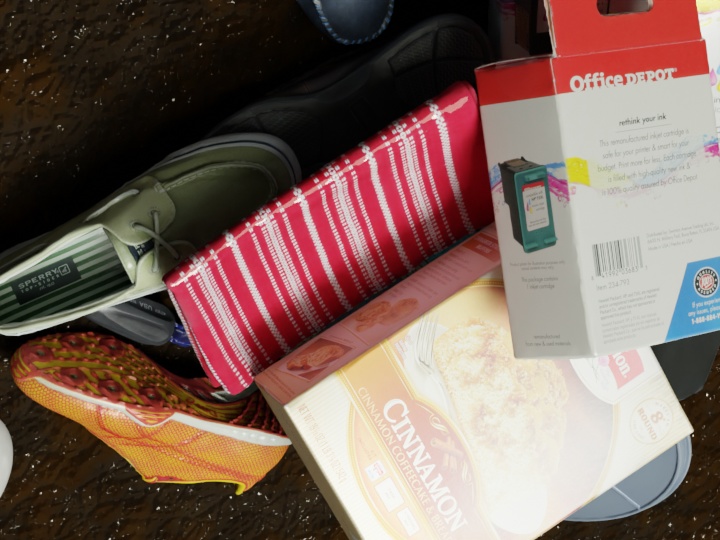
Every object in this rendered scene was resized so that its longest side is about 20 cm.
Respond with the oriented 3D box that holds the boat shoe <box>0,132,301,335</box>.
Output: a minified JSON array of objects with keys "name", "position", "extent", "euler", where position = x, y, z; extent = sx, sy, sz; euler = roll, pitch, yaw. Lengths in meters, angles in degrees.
[{"name":"boat shoe","position":[-0.122,-0.012,1.277],"extent":[0.199,0.062,0.072],"euler":[-28,103,4]}]

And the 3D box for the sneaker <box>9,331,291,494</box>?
[{"name":"sneaker","position":[-0.127,0.093,1.374],"extent":[0.200,0.073,0.077],"euler":[24,116,-36]}]

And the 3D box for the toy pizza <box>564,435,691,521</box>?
[{"name":"toy pizza","position":[0.114,0.088,1.466],"extent":[0.201,0.199,0.032],"euler":[64,38,-40]}]

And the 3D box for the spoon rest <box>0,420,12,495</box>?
[{"name":"spoon rest","position":[-0.275,0.104,1.310],"extent":[0.099,0.061,0.200],"euler":[-49,145,8]}]

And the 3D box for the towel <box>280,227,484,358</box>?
[{"name":"towel","position":[0.000,0.000,1.363],"extent":[0.147,0.022,0.200],"euler":[-41,155,4]}]

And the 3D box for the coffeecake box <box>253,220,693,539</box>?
[{"name":"coffeecake box","position":[0.066,0.076,1.321],"extent":[0.200,0.073,0.154],"euler":[-33,108,-9]}]

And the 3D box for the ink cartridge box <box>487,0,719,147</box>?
[{"name":"ink cartridge box","position":[0.148,-0.158,1.329],"extent":[0.144,0.084,0.201],"euler":[-1,124,0]}]

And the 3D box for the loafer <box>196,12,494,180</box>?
[{"name":"loafer","position":[-0.015,-0.086,1.327],"extent":[0.199,0.063,0.072],"euler":[-28,105,4]}]

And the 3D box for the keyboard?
[{"name":"keyboard","position":[0.198,0.009,1.467],"extent":[0.127,0.021,0.201],"euler":[-13,130,-36]}]

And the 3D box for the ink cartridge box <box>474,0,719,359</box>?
[{"name":"ink cartridge box","position":[0.132,-0.059,1.246],"extent":[0.116,0.067,0.201],"euler":[-10,94,-37]}]

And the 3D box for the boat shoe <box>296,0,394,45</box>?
[{"name":"boat shoe","position":[-0.015,-0.202,1.245],"extent":[0.084,0.069,0.201],"euler":[-26,130,-13]}]

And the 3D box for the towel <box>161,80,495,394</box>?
[{"name":"towel","position":[-0.010,-0.015,1.281],"extent":[0.200,0.023,0.145],"euler":[-33,153,-9]}]

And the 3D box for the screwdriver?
[{"name":"screwdriver","position":[-0.089,0.046,1.397],"extent":[0.200,0.029,0.028],"euler":[23,106,-43]}]
